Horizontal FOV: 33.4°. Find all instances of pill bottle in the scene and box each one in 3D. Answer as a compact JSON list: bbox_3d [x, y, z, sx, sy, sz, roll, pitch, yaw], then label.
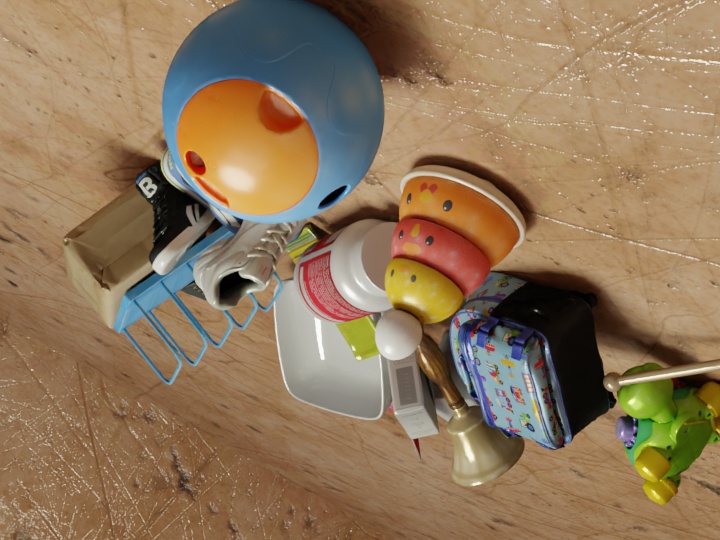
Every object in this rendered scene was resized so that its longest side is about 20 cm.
[{"bbox_3d":[0.000,0.000,1.473,0.112,0.113,0.200,33,161,-15],"label":"pill bottle"}]

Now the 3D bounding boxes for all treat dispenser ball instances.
[{"bbox_3d":[-0.078,-0.143,1.077,0.200,0.202,0.201,24,161,9],"label":"treat dispenser ball"}]

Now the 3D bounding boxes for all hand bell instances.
[{"bbox_3d":[0.117,0.159,1.503,0.104,0.104,0.201,-2,123,55],"label":"hand bell"}]

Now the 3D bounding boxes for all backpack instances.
[{"bbox_3d":[0.181,0.100,1.416,0.199,0.134,0.183,19,134,47],"label":"backpack"}]

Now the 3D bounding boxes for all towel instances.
[{"bbox_3d":[-0.035,0.032,1.614,0.201,0.018,0.086,57,151,-5],"label":"towel"}]

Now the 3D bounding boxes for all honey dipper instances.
[{"bbox_3d":[0.355,0.111,1.312,0.199,0.038,0.038,-17,135,40],"label":"honey dipper"}]

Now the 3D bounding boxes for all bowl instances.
[{"bbox_3d":[-0.028,0.101,1.731,0.199,0.075,0.201,10,115,37],"label":"bowl"}]

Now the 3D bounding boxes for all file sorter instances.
[{"bbox_3d":[-0.226,0.047,1.691,0.123,0.200,0.139,50,154,6],"label":"file sorter"}]

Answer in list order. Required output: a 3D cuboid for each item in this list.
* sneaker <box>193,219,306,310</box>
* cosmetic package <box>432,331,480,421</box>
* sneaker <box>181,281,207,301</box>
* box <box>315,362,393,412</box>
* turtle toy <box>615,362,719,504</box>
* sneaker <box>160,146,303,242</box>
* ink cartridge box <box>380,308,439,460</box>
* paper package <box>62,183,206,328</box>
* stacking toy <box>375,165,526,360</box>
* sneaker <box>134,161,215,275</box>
[{"bbox_3d":[-0.116,-0.025,1.448,0.078,0.200,0.100,31,-162,-33],"label":"sneaker"},{"bbox_3d":[0.174,0.146,1.619,0.081,0.113,0.200,37,160,-24],"label":"cosmetic package"},{"bbox_3d":[-0.248,0.005,1.890,0.106,0.075,0.200,24,173,-3],"label":"sneaker"},{"bbox_3d":[0.023,0.148,1.829,0.199,0.103,0.095,14,163,36],"label":"box"},{"bbox_3d":[0.364,0.180,1.444,0.101,0.146,0.200,39,170,36],"label":"turtle toy"},{"bbox_3d":[-0.154,-0.098,1.493,0.199,0.074,0.082,31,158,-14],"label":"sneaker"},{"bbox_3d":[0.070,0.127,1.590,0.044,0.201,0.176,-12,149,9],"label":"ink cartridge box"},{"bbox_3d":[-0.312,-0.032,1.677,0.104,0.190,0.200,48,160,6],"label":"paper package"},{"bbox_3d":[0.075,0.005,1.252,0.145,0.201,0.146,23,160,9],"label":"stacking toy"},{"bbox_3d":[-0.251,-0.074,1.520,0.112,0.200,0.073,39,118,-5],"label":"sneaker"}]
